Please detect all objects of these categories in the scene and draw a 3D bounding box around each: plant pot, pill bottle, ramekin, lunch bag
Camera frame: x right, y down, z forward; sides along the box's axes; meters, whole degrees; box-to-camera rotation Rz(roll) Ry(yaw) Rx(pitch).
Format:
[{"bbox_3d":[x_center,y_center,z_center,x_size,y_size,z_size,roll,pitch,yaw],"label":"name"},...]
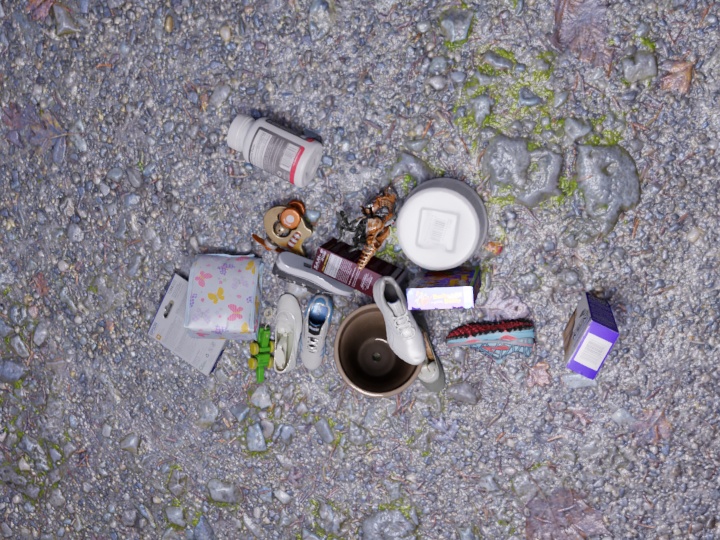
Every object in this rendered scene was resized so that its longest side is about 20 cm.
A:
[{"bbox_3d":[0.040,0.188,1.439,0.199,0.175,0.202,0,75,0],"label":"plant pot"},{"bbox_3d":[-0.195,-0.276,1.442,0.199,0.111,0.111,26,109,8],"label":"pill bottle"},{"bbox_3d":[0.172,-0.096,1.391,0.199,0.098,0.202,4,104,15],"label":"ramekin"},{"bbox_3d":[-0.321,0.060,1.533,0.168,0.127,0.201,2,72,-3],"label":"lunch bag"}]

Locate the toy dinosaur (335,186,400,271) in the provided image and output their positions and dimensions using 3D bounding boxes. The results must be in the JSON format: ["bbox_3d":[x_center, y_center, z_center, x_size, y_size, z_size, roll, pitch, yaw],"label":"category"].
[{"bbox_3d":[0.019,-0.097,1.402,0.135,0.200,0.103,-7,124,38],"label":"toy dinosaur"}]

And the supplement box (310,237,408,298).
[{"bbox_3d":[0.000,0.000,1.455,0.199,0.109,0.061,25,109,9],"label":"supplement box"}]

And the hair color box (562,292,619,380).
[{"bbox_3d":[0.465,0.129,1.308,0.065,0.200,0.110,26,109,10],"label":"hair color box"}]

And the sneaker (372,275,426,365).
[{"bbox_3d":[0.078,0.102,1.327,0.074,0.087,0.201,-26,79,-4],"label":"sneaker"}]

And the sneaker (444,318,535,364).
[{"bbox_3d":[0.289,0.170,1.432,0.199,0.079,0.096,-6,104,17],"label":"sneaker"}]

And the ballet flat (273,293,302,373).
[{"bbox_3d":[-0.183,0.160,1.568,0.069,0.069,0.202,8,105,13],"label":"ballet flat"}]

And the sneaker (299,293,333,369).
[{"bbox_3d":[-0.112,0.150,1.542,0.071,0.072,0.201,14,108,10],"label":"sneaker"}]

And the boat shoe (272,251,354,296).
[{"bbox_3d":[-0.113,0.022,1.492,0.199,0.070,0.066,20,130,-23],"label":"boat shoe"}]

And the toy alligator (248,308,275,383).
[{"bbox_3d":[-0.248,0.180,1.599,0.054,0.059,0.201,27,114,51],"label":"toy alligator"}]

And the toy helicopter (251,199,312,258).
[{"bbox_3d":[-0.166,-0.058,1.509,0.132,0.079,0.201,-22,109,13],"label":"toy helicopter"}]

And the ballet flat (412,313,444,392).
[{"bbox_3d":[0.142,0.200,1.488,0.067,0.064,0.201,-16,99,17],"label":"ballet flat"}]

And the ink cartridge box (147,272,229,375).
[{"bbox_3d":[-0.424,0.134,1.641,0.199,0.043,0.197,33,108,9],"label":"ink cartridge box"}]

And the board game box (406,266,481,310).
[{"bbox_3d":[0.182,0.035,1.365,0.133,0.200,0.045,-3,101,15],"label":"board game box"}]
